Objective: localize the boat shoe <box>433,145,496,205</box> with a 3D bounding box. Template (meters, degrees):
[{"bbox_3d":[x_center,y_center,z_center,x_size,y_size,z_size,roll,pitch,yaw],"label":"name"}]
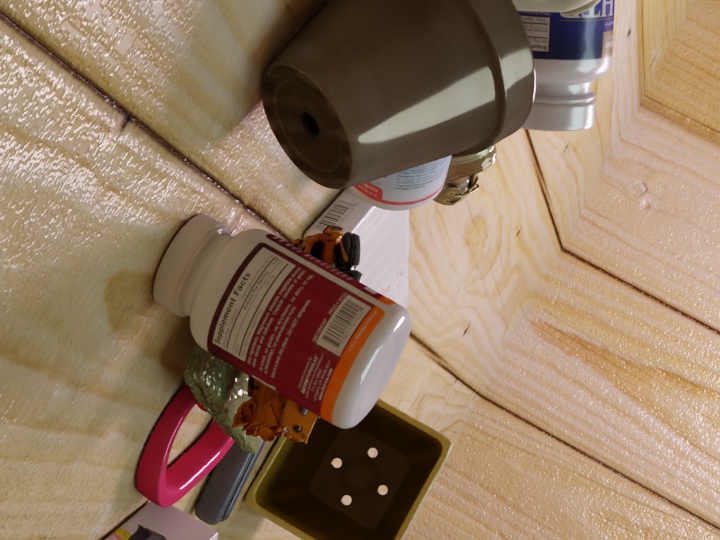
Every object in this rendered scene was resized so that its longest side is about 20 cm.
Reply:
[{"bbox_3d":[0.097,-0.106,1.779,0.074,0.067,0.200,-31,-170,-20],"label":"boat shoe"}]

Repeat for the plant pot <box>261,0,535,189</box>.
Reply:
[{"bbox_3d":[0.019,-0.159,1.375,0.173,0.200,0.201,-36,156,-28],"label":"plant pot"}]

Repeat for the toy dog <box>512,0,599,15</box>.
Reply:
[{"bbox_3d":[0.114,-0.285,1.457,0.194,0.198,0.141,38,43,-65],"label":"toy dog"}]

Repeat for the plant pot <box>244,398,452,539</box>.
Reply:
[{"bbox_3d":[-0.008,0.262,2.092,0.197,0.193,0.200,-60,172,-6],"label":"plant pot"}]

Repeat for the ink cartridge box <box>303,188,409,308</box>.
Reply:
[{"bbox_3d":[0.000,0.000,1.789,0.161,0.050,0.201,-50,150,-43],"label":"ink cartridge box"}]

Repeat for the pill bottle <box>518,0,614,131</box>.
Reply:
[{"bbox_3d":[0.193,-0.245,1.631,0.120,0.119,0.202,-33,126,-64],"label":"pill bottle"}]

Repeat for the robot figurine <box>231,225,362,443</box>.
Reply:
[{"bbox_3d":[-0.055,0.053,1.473,0.145,0.058,0.202,-13,-119,66],"label":"robot figurine"}]

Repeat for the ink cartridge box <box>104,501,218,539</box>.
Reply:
[{"bbox_3d":[-0.233,0.332,1.582,0.200,0.085,0.149,-39,153,-63],"label":"ink cartridge box"}]

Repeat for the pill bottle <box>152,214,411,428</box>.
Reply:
[{"bbox_3d":[-0.067,0.037,1.362,0.113,0.199,0.113,-56,166,-22],"label":"pill bottle"}]

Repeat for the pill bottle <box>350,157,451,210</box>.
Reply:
[{"bbox_3d":[0.046,-0.160,1.595,0.109,0.108,0.201,-51,163,-37],"label":"pill bottle"}]

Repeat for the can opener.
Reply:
[{"bbox_3d":[-0.110,0.196,1.810,0.201,0.066,0.053,-64,166,6],"label":"can opener"}]

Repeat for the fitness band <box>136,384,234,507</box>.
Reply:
[{"bbox_3d":[-0.156,0.153,1.631,0.200,0.037,0.144,-40,157,-56],"label":"fitness band"}]

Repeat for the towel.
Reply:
[{"bbox_3d":[-0.107,0.079,1.551,0.200,0.036,0.150,63,46,-62],"label":"towel"}]
